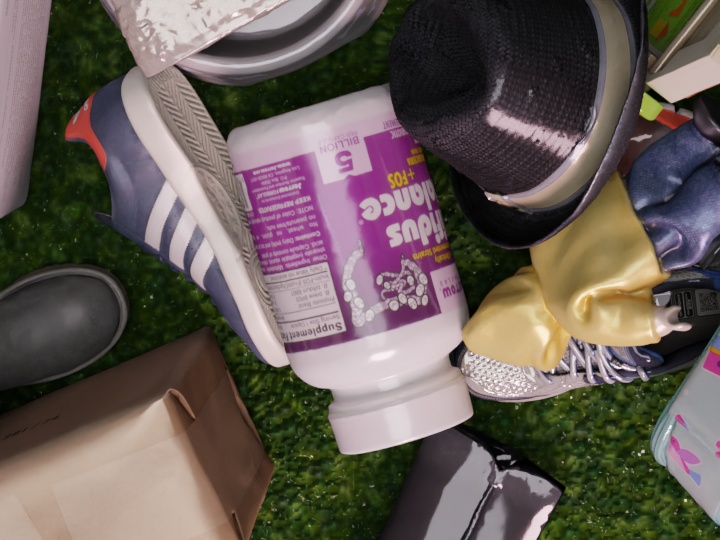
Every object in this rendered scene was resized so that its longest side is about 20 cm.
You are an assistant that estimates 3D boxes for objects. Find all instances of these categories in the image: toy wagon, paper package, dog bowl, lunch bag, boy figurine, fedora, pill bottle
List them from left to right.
[{"bbox_3d":[-0.165,0.130,1.552,0.199,0.191,0.104,-24,99,8],"label":"paper package"},{"bbox_3d":[-0.071,-0.205,1.561,0.199,0.059,0.201,1,100,3],"label":"dog bowl"},{"bbox_3d":[0.000,0.000,1.554,0.112,0.112,0.201,-16,94,6],"label":"pill bottle"},{"bbox_3d":[0.075,-0.110,1.488,0.091,0.201,0.201,18,101,-27],"label":"fedora"},{"bbox_3d":[0.144,-0.005,1.497,0.200,0.064,0.125,-42,55,21],"label":"boy figurine"},{"bbox_3d":[0.194,-0.154,1.477,0.040,0.200,0.155,33,100,-30],"label":"toy wagon"},{"bbox_3d":[0.260,0.055,1.524,0.077,0.160,0.200,42,114,27],"label":"lunch bag"}]

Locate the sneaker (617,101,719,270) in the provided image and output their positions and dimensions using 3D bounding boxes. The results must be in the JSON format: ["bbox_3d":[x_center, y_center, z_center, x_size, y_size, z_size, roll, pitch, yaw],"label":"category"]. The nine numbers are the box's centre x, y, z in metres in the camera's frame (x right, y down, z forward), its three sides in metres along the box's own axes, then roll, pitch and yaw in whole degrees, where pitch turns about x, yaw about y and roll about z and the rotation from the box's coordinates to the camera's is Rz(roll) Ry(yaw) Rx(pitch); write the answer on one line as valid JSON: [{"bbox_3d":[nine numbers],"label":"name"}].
[{"bbox_3d":[0.185,-0.043,1.544,0.199,0.077,0.082,3,63,3],"label":"sneaker"}]

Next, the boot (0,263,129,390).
[{"bbox_3d":[-0.229,0.065,1.541,0.181,0.200,0.073,-23,97,7],"label":"boot"}]

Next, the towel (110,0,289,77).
[{"bbox_3d":[-0.068,-0.213,1.513,0.199,0.034,0.133,-28,95,9],"label":"towel"}]

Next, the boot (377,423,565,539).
[{"bbox_3d":[0.010,0.177,1.610,0.164,0.066,0.201,27,103,-9],"label":"boot"}]

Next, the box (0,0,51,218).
[{"bbox_3d":[-0.288,-0.137,1.528,0.198,0.171,0.201,10,99,3],"label":"box"}]

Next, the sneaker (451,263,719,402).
[{"bbox_3d":[0.148,0.032,1.569,0.199,0.085,0.077,-17,98,7],"label":"sneaker"}]

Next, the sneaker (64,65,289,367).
[{"bbox_3d":[-0.105,-0.025,1.592,0.084,0.075,0.201,-22,103,28],"label":"sneaker"}]
